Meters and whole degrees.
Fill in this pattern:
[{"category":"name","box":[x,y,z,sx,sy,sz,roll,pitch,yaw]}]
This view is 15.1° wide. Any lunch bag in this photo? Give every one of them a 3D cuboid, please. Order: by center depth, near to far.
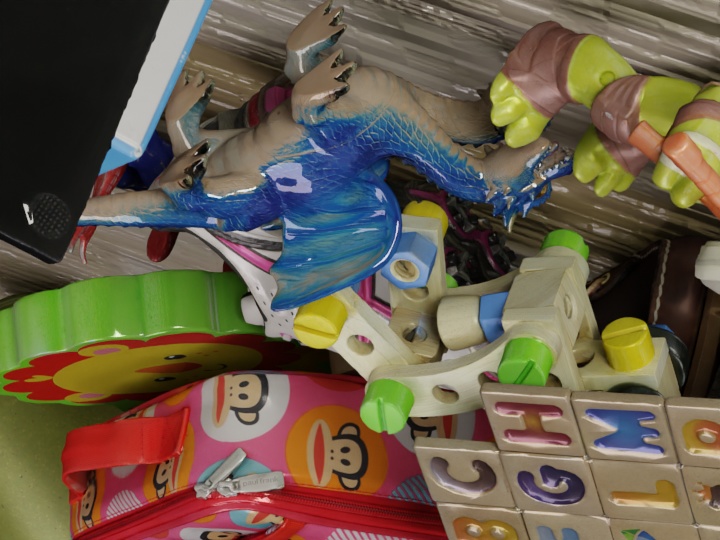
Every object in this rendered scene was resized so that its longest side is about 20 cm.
[{"category":"lunch bag","box":[-0.044,0.094,1.193,0.176,0.082,0.200,11,161,-25]}]

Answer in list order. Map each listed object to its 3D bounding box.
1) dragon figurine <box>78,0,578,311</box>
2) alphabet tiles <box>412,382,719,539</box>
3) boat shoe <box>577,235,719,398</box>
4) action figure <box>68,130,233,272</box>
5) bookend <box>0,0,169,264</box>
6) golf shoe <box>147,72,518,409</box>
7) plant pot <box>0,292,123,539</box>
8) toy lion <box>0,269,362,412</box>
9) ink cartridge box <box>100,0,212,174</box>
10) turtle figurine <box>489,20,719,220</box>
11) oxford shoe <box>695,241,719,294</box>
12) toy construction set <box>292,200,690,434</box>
[{"category":"dragon figurine","box":[-0.021,-0.028,0.957,0.200,0.059,0.099,-29,127,12]},{"category":"alphabet tiles","box":[0.123,0.100,0.977,0.200,0.006,0.166,3,139,22]},{"category":"boat shoe","box":[0.112,0.032,1.109,0.070,0.070,0.200,16,163,6]},{"category":"action figure","box":[-0.109,-0.030,1.166,0.065,0.099,0.200,13,159,24]},{"category":"bookend","box":[-0.127,-0.104,0.774,0.092,0.199,0.200,29,163,-27]},{"category":"golf shoe","box":[0.000,0.000,1.103,0.092,0.073,0.200,-30,127,28]},{"category":"plant pot","box":[-0.153,0.111,1.554,0.187,0.187,0.200,2,139,49]},{"category":"toy lion","box":[-0.069,0.034,1.206,0.192,0.069,0.200,-6,167,-5]},{"category":"ink cartridge box","box":[-0.119,-0.088,0.955,0.068,0.116,0.200,29,161,-20]},{"category":"turtle figurine","box":[0.120,-0.044,0.869,0.200,0.064,0.161,8,-173,-45]},{"category":"oxford shoe","box":[0.199,0.041,0.887,0.200,0.058,0.075,23,-172,8]},{"category":"toy construction set","box":[0.064,0.060,1.027,0.131,0.092,0.200,-2,144,22]}]
